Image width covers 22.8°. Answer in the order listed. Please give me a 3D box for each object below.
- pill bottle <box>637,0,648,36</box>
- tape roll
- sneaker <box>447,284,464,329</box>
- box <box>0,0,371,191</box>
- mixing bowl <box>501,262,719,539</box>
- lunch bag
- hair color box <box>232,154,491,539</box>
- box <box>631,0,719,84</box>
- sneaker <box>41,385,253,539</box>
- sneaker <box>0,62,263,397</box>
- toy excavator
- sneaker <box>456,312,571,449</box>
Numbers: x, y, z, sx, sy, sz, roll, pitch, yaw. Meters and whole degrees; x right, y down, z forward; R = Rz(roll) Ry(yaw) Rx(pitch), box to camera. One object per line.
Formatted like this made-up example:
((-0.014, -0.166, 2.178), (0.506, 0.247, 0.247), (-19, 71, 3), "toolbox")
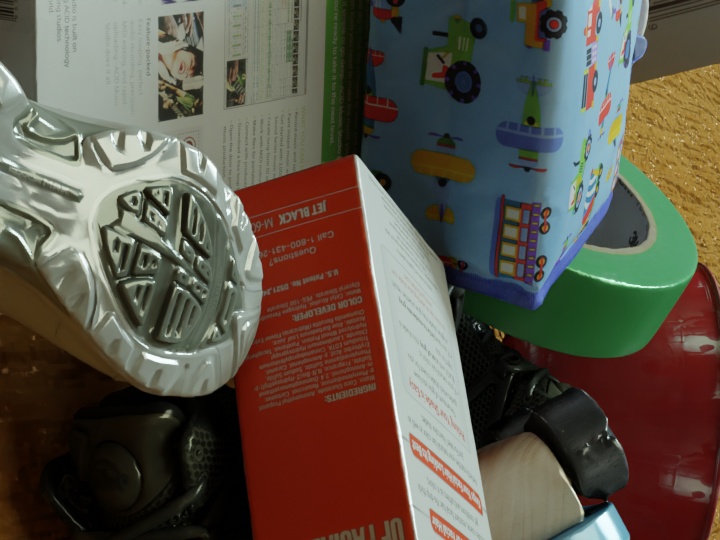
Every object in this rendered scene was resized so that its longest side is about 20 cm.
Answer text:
((0.085, -0.163, 0.989), (0.200, 0.113, 0.114), (-113, -179, -68), "pill bottle")
((0.080, -0.036, 0.939), (0.199, 0.048, 0.201), (24, 26, -12), "tape roll")
((0.000, 0.000, 0.831), (0.069, 0.099, 0.202), (19, 63, -65), "sneaker")
((-0.062, -0.084, 0.699), (0.199, 0.036, 0.146), (-16, 114, -47), "box")
((0.132, 0.088, 1.028), (0.200, 0.107, 0.202), (-172, -90, -85), "mixing bowl")
((0.087, -0.089, 0.800), (0.200, 0.093, 0.152), (-27, 126, -55), "lunch bag")
((0.003, 0.074, 0.658), (0.111, 0.063, 0.201), (48, 29, -60), "hair color box")
((0.171, -0.251, 1.201), (0.200, 0.199, 0.172), (62, 31, -30), "box")
((-0.070, 0.122, 0.643), (0.114, 0.076, 0.201), (45, 37, -47), "sneaker")
((-0.116, -0.021, 0.582), (0.200, 0.099, 0.078), (36, 69, -38), "sneaker")
((0.077, 0.172, 0.796), (0.201, 0.099, 0.194), (64, -16, 5), "toy excavator")
((0.065, 0.046, 0.943), (0.076, 0.113, 0.201), (18, 61, -64), "sneaker")
